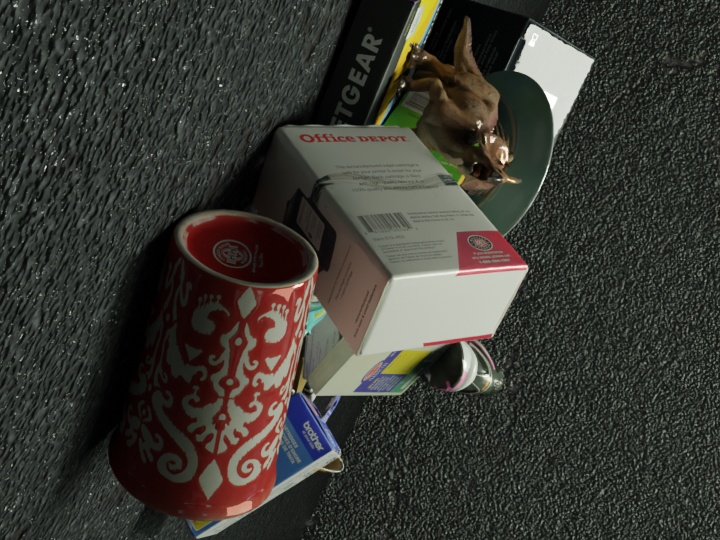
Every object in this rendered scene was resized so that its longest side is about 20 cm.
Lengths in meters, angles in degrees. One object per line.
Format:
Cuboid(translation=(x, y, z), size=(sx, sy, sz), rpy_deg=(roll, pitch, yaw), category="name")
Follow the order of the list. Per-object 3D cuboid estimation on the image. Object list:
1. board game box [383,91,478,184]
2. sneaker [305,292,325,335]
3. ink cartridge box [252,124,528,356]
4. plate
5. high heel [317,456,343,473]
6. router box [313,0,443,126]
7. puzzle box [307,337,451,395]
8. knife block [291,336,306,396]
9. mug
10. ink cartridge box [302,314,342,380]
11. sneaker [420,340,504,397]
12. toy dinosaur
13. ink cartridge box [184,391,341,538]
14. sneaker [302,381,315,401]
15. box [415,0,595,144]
Cuboid(translation=(0.049, -0.096, 1.109), size=(0.201, 0.095, 0.030), rpy_deg=(-56, 168, -32), category="board game box")
Cuboid(translation=(-0.052, 0.028, 1.024), size=(0.200, 0.077, 0.080), rpy_deg=(10, 101, -87), category="sneaker")
Cuboid(translation=(0.020, -0.032, 0.957), size=(0.144, 0.200, 0.085), rpy_deg=(-5, 133, -35), category="ink cartridge box")
Cuboid(translation=(0.118, -0.117, 1.189), size=(0.200, 0.025, 0.202), rpy_deg=(-27, -127, 43), category="plate")
Cuboid(translation=(-0.085, 0.199, 1.386), size=(0.072, 0.142, 0.200), rpy_deg=(-62, 173, -10), category="high heel")
Cuboid(translation=(0.014, -0.191, 1.107), size=(0.201, 0.051, 0.149), rpy_deg=(-66, 173, 28), category="router box")
Cuboid(translation=(0.049, 0.060, 1.164), size=(0.132, 0.026, 0.200), rpy_deg=(6, 136, -45), category="puzzle box")
Cuboid(translation=(-0.052, 0.022, 1.300), size=(0.176, 0.064, 0.201), rpy_deg=(-55, 164, -45), category="knife block")
Cuboid(translation=(-0.119, 0.055, 0.868), size=(0.133, 0.178, 0.201), rpy_deg=(-7, 127, -37), category="mug")
Cuboid(translation=(0.000, 0.000, 1.223), size=(0.176, 0.044, 0.201), rpy_deg=(-54, 159, -46), category="ink cartridge box")
Cuboid(translation=(0.095, 0.094, 1.295), size=(0.081, 0.086, 0.200), rpy_deg=(-58, -152, 12), category="sneaker")
Cuboid(translation=(0.100, -0.145, 1.083), size=(0.086, 0.135, 0.201), rpy_deg=(102, 8, -54), category="toy dinosaur")
Cuboid(translation=(-0.096, 0.198, 1.212), size=(0.199, 0.077, 0.136), rpy_deg=(-30, 170, -4), category="ink cartridge box")
Cuboid(translation=(-0.067, 0.101, 1.440), size=(0.199, 0.079, 0.130), rpy_deg=(95, 21, -72), category="sneaker")
Cuboid(translation=(0.135, -0.198, 1.327), size=(0.200, 0.117, 0.198), rpy_deg=(37, -75, 53), category="box")
